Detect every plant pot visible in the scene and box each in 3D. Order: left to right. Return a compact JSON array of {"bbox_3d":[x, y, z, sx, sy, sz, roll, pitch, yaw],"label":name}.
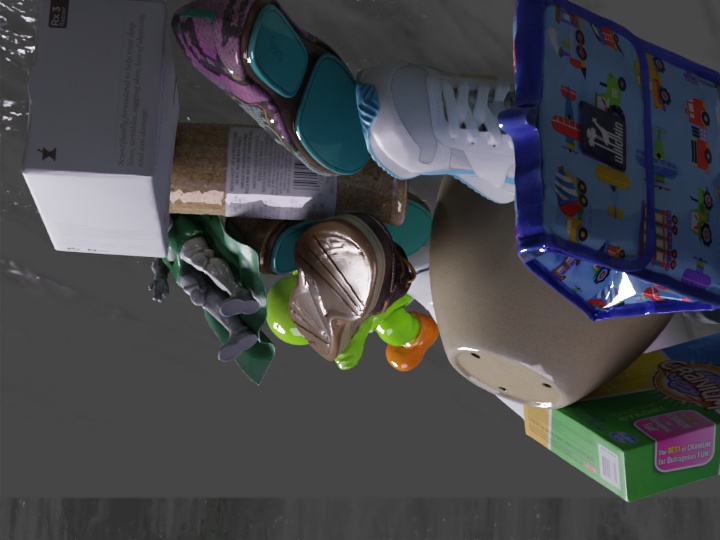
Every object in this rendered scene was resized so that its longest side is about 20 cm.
[{"bbox_3d":[0.129,0.020,1.374,0.199,0.135,0.200,22,162,8],"label":"plant pot"}]

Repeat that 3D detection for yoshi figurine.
[{"bbox_3d":[-0.019,0.033,1.660,0.112,0.113,0.200,2,165,30],"label":"yoshi figurine"}]

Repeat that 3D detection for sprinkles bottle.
[{"bbox_3d":[-0.066,-0.068,1.316,0.199,0.069,0.068,3,167,-2],"label":"sprinkles bottle"}]

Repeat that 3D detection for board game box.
[{"bbox_3d":[0.242,0.102,1.403,0.199,0.041,0.153,-14,-161,-21],"label":"board game box"}]

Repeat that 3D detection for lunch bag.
[{"bbox_3d":[0.132,-0.066,1.110,0.094,0.152,0.200,-7,164,33],"label":"lunch bag"}]

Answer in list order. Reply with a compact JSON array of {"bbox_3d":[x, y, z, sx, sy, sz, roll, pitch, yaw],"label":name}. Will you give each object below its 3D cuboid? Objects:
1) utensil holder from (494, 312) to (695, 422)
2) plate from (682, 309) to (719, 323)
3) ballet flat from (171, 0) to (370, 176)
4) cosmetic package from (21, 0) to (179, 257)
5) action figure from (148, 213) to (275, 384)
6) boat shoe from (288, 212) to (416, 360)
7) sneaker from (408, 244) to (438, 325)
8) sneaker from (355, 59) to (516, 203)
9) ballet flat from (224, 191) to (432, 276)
[{"bbox_3d":[0.179,0.054,1.584,0.169,0.171,0.200,-3,163,21],"label":"utensil holder"},{"bbox_3d":[0.314,-0.008,1.397,0.199,0.033,0.200,-4,151,21],"label":"plate"},{"bbox_3d":[-0.054,-0.116,1.145,0.071,0.070,0.200,16,169,26],"label":"ballet flat"},{"bbox_3d":[-0.157,-0.084,1.178,0.081,0.114,0.200,4,169,-4],"label":"cosmetic package"},{"bbox_3d":[-0.129,-0.017,1.381,0.054,0.200,0.119,-14,131,-26],"label":"action figure"},{"bbox_3d":[0.000,0.000,1.339,0.072,0.072,0.200,-36,166,-20],"label":"boat shoe"},{"bbox_3d":[0.086,0.023,1.641,0.073,0.071,0.200,-22,162,20],"label":"sneaker"},{"bbox_3d":[0.072,-0.095,1.193,0.080,0.077,0.199,-18,163,36],"label":"sneaker"},{"bbox_3d":[-0.028,-0.037,1.422,0.072,0.068,0.199,31,-153,32],"label":"ballet flat"}]
